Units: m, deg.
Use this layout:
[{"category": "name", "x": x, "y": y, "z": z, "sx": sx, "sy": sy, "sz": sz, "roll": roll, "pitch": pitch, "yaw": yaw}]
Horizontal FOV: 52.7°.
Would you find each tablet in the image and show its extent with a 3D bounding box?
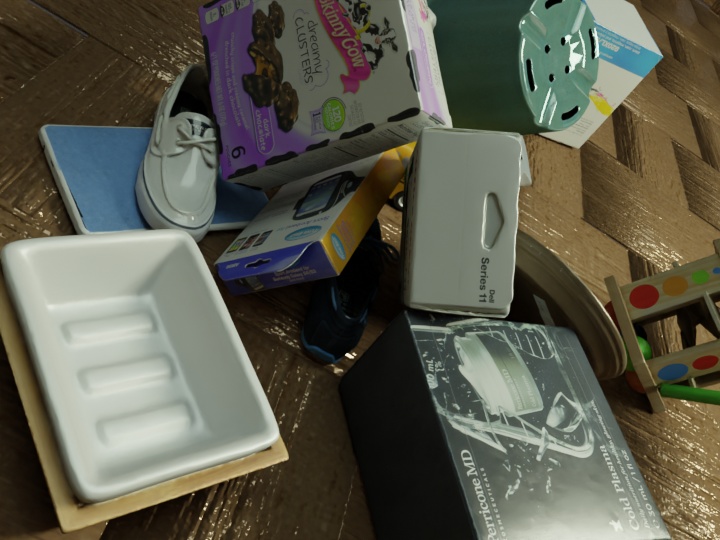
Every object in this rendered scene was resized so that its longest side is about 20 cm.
[{"category": "tablet", "x": -0.183, "y": -0.085, "z": 0.680, "sx": 0.199, "sy": 0.014, "sz": 0.131, "roll": -8, "pitch": 58, "yaw": -42}]

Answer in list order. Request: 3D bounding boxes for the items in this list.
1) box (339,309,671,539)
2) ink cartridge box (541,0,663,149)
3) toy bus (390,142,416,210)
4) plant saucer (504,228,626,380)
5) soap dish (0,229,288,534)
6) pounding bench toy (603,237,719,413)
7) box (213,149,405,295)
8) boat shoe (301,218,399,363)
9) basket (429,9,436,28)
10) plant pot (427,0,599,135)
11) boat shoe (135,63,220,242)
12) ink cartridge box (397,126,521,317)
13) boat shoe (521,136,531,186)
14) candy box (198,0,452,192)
[{"category": "box", "x": 0.110, "y": 0.153, "z": 0.599, "sx": 0.195, "sy": 0.124, "sz": 0.201, "roll": 6, "pitch": 50, "yaw": -30}, {"category": "ink cartridge box", "x": 0.336, "y": -0.327, "z": 1.154, "sx": 0.144, "sy": 0.200, "sz": 0.148, "roll": 14, "pitch": 46, "yaw": -24}, {"category": "toy bus", "x": 0.100, "y": -0.099, "z": 0.857, "sx": 0.199, "sy": 0.078, "sz": 0.065, "roll": 26, "pitch": 42, "yaw": -15}, {"category": "plant saucer", "x": 0.183, "y": 0.037, "z": 0.740, "sx": 0.029, "sy": 0.200, "sz": 0.200, "roll": -38, "pitch": 78, "yaw": -10}, {"category": "soap dish", "x": -0.159, "y": 0.069, "z": 0.502, "sx": 0.157, "sy": 0.081, "sz": 0.201, "roll": -7, "pitch": 58, "yaw": -41}, {"category": "pounding bench toy", "x": 0.371, "y": 0.097, "z": 0.812, "sx": 0.124, "sy": 0.155, "sz": 0.201, "roll": 50, "pitch": 27, "yaw": -42}, {"category": "box", "x": -0.046, "y": -0.044, "z": 0.660, "sx": 0.042, "sy": 0.118, "sz": 0.200, "roll": 61, "pitch": 37, "yaw": -26}, {"category": "boat shoe", "x": 0.000, "y": 0.000, "z": 0.696, "sx": 0.084, "sy": 0.069, "sz": 0.201, "roll": 23, "pitch": 42, "yaw": -18}, {"category": "basket", "x": -0.037, "y": -0.229, "z": 0.786, "sx": 0.136, "sy": 0.200, "sz": 0.123, "roll": 48, "pitch": 47, "yaw": 12}, {"category": "plant pot", "x": 0.149, "y": -0.234, "z": 0.832, "sx": 0.199, "sy": 0.202, "sz": 0.195, "roll": -10, "pitch": 15, "yaw": -40}, {"category": "boat shoe", "x": -0.160, "y": -0.115, "z": 0.663, "sx": 0.073, "sy": 0.065, "sz": 0.201, "roll": 12, "pitch": 46, "yaw": -29}, {"category": "ink cartridge box", "x": 0.081, "y": -0.037, "z": 0.653, "sx": 0.082, "sy": 0.200, "sz": 0.148, "roll": 4, "pitch": 88, "yaw": 0}, {"category": "boat shoe", "x": 0.182, "y": -0.140, "z": 0.962, "sx": 0.200, "sy": 0.069, "sz": 0.072, "roll": -24, "pitch": 103, "yaw": -69}, {"category": "candy box", "x": -0.035, "y": -0.180, "z": 0.638, "sx": 0.071, "sy": 0.199, "sz": 0.169, "roll": 6, "pitch": 72, "yaw": -62}]
